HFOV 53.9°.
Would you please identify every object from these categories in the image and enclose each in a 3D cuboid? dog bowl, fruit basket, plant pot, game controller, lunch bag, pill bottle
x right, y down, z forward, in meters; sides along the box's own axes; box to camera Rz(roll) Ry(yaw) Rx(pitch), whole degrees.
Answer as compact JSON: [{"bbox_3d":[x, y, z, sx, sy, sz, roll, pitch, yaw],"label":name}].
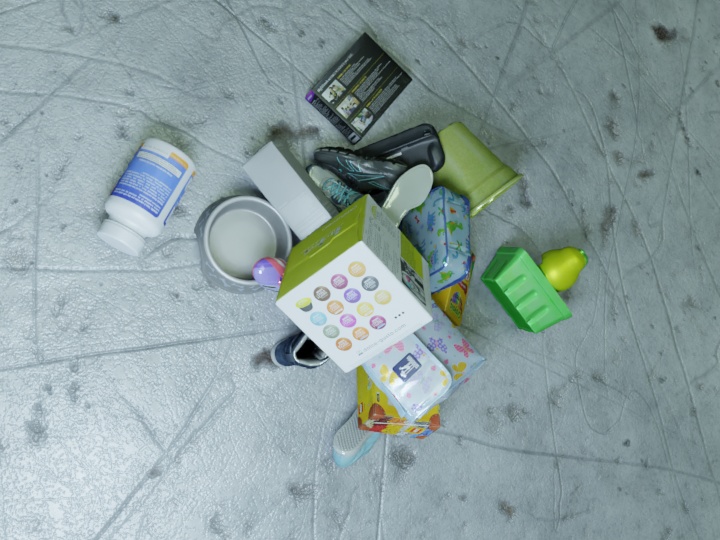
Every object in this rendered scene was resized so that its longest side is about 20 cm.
[{"bbox_3d":[-0.225,-0.055,1.388,0.200,0.059,0.200,3,82,-22],"label":"dog bowl"},{"bbox_3d":[0.408,0.017,1.600,0.215,0.155,0.216,0,92,-12],"label":"fruit basket"},{"bbox_3d":[0.220,-0.215,1.548,0.200,0.200,0.184,-36,86,-24],"label":"plant pot"},{"bbox_3d":[0.076,-0.233,1.499,0.200,0.042,0.104,-19,99,17],"label":"game controller"},{"bbox_3d":[0.113,0.176,1.350,0.200,0.127,0.170,-27,69,-36],"label":"lunch bag"},{"bbox_3d":[-0.395,-0.132,1.295,0.112,0.112,0.200,32,71,-17],"label":"pill bottle"},{"bbox_3d":[0.149,-0.058,1.443,0.082,0.161,0.200,18,58,-31],"label":"lunch bag"}]

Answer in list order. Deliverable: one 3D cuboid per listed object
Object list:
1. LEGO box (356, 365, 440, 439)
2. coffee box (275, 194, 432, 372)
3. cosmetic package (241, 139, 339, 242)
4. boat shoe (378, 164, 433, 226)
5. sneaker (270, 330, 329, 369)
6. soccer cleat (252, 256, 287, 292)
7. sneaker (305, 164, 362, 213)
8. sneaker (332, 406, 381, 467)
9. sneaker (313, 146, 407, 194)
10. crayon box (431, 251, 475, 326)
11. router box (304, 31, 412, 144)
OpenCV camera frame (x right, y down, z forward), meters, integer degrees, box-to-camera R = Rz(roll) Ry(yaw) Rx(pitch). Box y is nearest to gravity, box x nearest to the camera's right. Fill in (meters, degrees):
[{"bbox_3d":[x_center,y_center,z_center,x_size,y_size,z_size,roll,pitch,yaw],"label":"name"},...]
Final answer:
[{"bbox_3d":[0.074,0.224,1.430,0.149,0.077,0.200,14,53,-21],"label":"LEGO box"},{"bbox_3d":[-0.008,0.020,1.289,0.198,0.200,0.200,47,23,-21],"label":"coffee box"},{"bbox_3d":[-0.134,-0.156,1.400,0.090,0.107,0.200,-35,99,11],"label":"cosmetic package"},{"bbox_3d":[0.071,-0.137,1.436,0.073,0.062,0.200,43,74,-21],"label":"boat shoe"},{"bbox_3d":[-0.064,0.131,1.386,0.202,0.146,0.077,-28,93,-26],"label":"sneaker"},{"bbox_3d":[-0.125,0.032,1.367,0.200,0.076,0.067,37,82,-47],"label":"soccer cleat"},{"bbox_3d":[-0.031,-0.152,1.470,0.200,0.086,0.078,44,67,-13],"label":"sneaker"},{"bbox_3d":[0.009,0.325,1.443,0.074,0.082,0.200,36,46,26],"label":"sneaker"},{"bbox_3d":[-0.006,-0.205,1.464,0.200,0.075,0.079,16,109,9],"label":"sneaker"},{"bbox_3d":[0.192,0.037,1.525,0.127,0.051,0.200,40,62,-61],"label":"crayon box"},{"bbox_3d":[-0.001,-0.396,1.537,0.149,0.051,0.200,43,69,-11],"label":"router box"}]
